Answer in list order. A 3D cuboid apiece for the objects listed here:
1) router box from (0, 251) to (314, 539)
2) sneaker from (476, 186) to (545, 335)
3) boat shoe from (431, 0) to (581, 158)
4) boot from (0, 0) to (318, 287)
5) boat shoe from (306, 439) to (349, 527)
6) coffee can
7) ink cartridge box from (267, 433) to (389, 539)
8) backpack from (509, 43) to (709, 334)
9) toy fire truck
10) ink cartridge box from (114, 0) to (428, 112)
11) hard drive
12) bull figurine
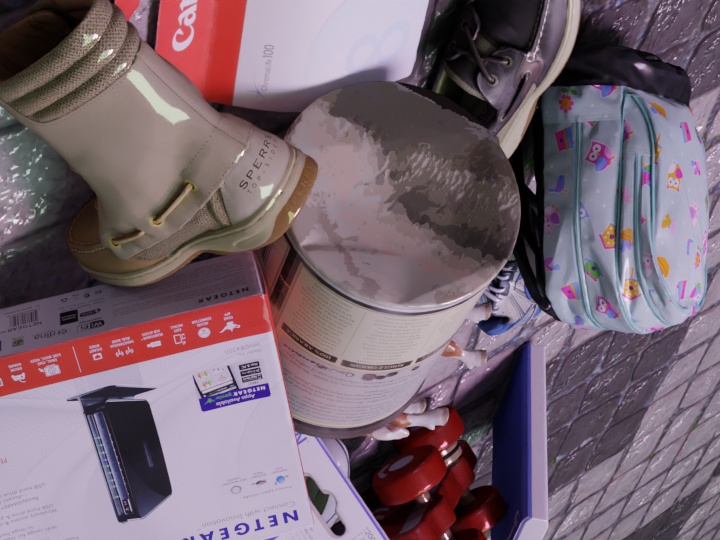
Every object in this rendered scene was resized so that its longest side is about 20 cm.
[{"bbox_3d":[-0.138,0.095,0.882,0.198,0.049,0.181,-14,125,-5],"label":"router box"},{"bbox_3d":[0.118,-0.001,1.218,0.085,0.077,0.201,-33,151,-10],"label":"sneaker"},{"bbox_3d":[0.086,-0.134,0.988,0.066,0.072,0.202,-31,155,-33],"label":"boat shoe"},{"bbox_3d":[-0.134,-0.064,0.774,0.155,0.199,0.073,38,63,-28],"label":"boot"},{"bbox_3d":[-0.044,0.184,1.275,0.066,0.074,0.200,-28,162,-36],"label":"boat shoe"},{"bbox_3d":[0.000,0.000,0.929,0.145,0.147,0.200,-28,164,-26],"label":"coffee can"},{"bbox_3d":[-0.087,0.210,1.095,0.199,0.199,0.043,-34,-173,-2],"label":"ink cartridge box"},{"bbox_3d":[0.186,-0.055,1.096,0.166,0.126,0.203,4,86,-51],"label":"backpack"},{"bbox_3d":[0.031,0.220,1.361,0.167,0.113,0.200,-25,-170,21],"label":"toy fire truck"},{"bbox_3d":[-0.041,-0.149,0.819,0.199,0.047,0.161,-28,150,-32],"label":"ink cartridge box"},{"bbox_3d":[0.149,0.189,1.427,0.025,0.201,0.133,10,136,-5],"label":"hard drive"},{"bbox_3d":[0.031,0.060,1.176,0.120,0.066,0.201,16,132,-21],"label":"bull figurine"}]
